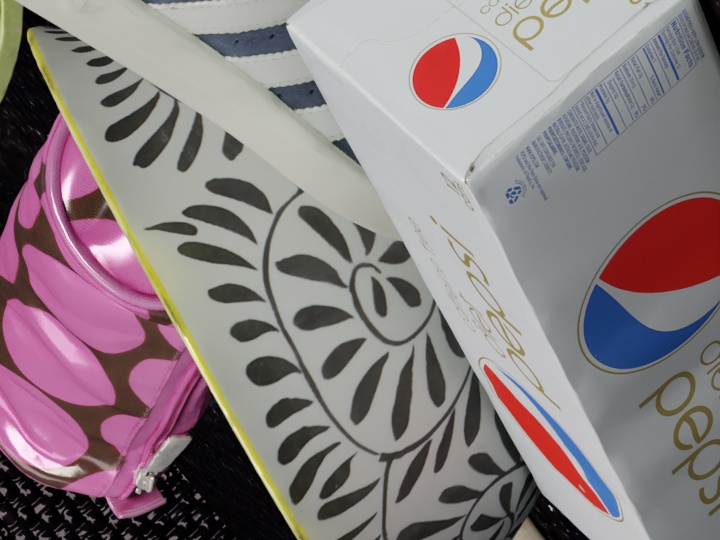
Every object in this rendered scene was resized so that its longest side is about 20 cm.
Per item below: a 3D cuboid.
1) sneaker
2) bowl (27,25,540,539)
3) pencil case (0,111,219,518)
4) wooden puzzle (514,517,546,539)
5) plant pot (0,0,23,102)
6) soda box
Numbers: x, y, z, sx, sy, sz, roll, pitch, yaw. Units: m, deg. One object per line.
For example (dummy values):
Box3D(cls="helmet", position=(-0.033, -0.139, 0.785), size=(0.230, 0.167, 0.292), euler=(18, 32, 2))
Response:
Box3D(cls="sneaker", position=(-0.006, -0.074, 0.678), size=(0.200, 0.084, 0.075), euler=(27, -148, -39))
Box3D(cls="bowl", position=(0.000, 0.000, 0.805), size=(0.201, 0.094, 0.201), euler=(59, 180, 1))
Box3D(cls="pencil case", position=(-0.076, 0.010, 1.005), size=(0.200, 0.090, 0.094), euler=(117, 137, -65))
Box3D(cls="wooden puzzle", position=(0.028, 0.102, 1.352), size=(0.185, 0.037, 0.200), euler=(53, 170, -23))
Box3D(cls="plant pot", position=(-0.244, -0.145, 1.181), size=(0.200, 0.199, 0.190), euler=(56, -171, -39))
Box3D(cls="soda box", position=(0.056, 0.001, 0.685), size=(0.068, 0.064, 0.200), euler=(43, 168, 39))
